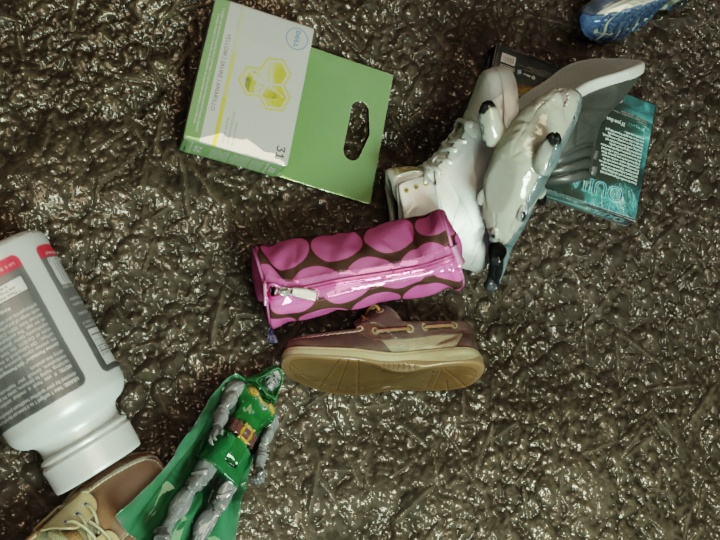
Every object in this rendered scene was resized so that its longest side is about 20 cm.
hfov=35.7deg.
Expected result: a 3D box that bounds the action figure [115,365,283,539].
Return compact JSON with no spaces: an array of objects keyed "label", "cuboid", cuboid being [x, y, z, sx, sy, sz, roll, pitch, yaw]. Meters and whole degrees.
[{"label":"action figure","cuboid":[-0.119,0.164,0.987,0.118,0.054,0.202,47,50,-27]}]

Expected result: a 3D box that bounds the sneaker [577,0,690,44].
[{"label":"sneaker","cuboid":[0.302,-0.317,1.233,0.198,0.077,0.086,-28,80,-29]}]

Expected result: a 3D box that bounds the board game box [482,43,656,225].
[{"label":"board game box","cuboid":[0.213,-0.141,1.184,0.197,0.028,0.138,17,78,-15]}]

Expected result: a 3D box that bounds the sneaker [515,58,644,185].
[{"label":"sneaker","cuboid":[0.228,-0.151,1.146,0.199,0.070,0.101,-32,122,-38]}]

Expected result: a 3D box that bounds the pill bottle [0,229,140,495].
[{"label":"pill bottle","cuboid":[-0.267,0.079,0.936,0.110,0.111,0.202,-30,90,-21]}]

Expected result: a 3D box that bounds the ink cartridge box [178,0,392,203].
[{"label":"ink cartridge box","cuboid":[-0.064,-0.162,1.084,0.197,0.048,0.148,15,75,-14]}]

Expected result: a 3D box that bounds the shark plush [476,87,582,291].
[{"label":"shark plush","cuboid":[0.160,-0.070,1.052,0.083,0.090,0.204,-13,114,-48]}]

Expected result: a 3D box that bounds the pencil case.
[{"label":"pencil case","cuboid":[0.000,0.000,1.028,0.197,0.094,0.092,-13,88,-5]}]

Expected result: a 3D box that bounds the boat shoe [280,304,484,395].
[{"label":"boat shoe","cuboid":[0.019,0.071,1.067,0.196,0.073,0.073,0,57,-13]}]

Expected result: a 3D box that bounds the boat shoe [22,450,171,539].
[{"label":"boat shoe","cuboid":[-0.240,0.232,0.937,0.199,0.074,0.076,-40,95,-21]}]

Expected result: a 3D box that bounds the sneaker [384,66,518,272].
[{"label":"sneaker","cuboid":[0.083,-0.104,1.088,0.114,0.074,0.204,7,99,-15]}]
